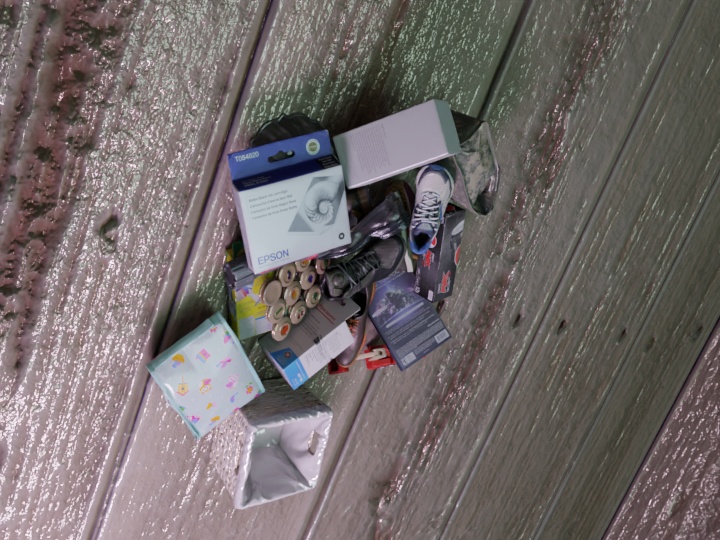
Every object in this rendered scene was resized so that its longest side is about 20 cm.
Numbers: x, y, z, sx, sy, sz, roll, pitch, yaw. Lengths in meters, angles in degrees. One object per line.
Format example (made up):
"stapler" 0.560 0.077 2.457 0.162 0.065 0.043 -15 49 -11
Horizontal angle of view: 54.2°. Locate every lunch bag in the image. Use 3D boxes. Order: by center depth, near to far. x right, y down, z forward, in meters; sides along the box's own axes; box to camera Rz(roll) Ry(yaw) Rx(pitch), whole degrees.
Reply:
"lunch bag" -0.291 0.185 1.304 0.169 0.122 0.203 -35 137 -16
"lunch bag" 0.193 -0.217 1.432 0.117 0.163 0.202 -40 133 -16

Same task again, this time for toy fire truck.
"toy fire truck" 0.037 0.187 1.557 0.140 0.196 0.050 16 60 -65

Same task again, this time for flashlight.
"flashlight" -0.149 -0.028 1.271 0.197 0.068 0.069 -24 121 -27

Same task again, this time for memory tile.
"memory tile" -0.118 0.029 1.377 0.200 0.017 0.156 -47 142 -33

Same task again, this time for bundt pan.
"bundt pan" -0.114 -0.175 1.273 0.198 0.075 0.207 -18 124 -30

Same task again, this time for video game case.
"video game case" 0.093 0.096 1.535 0.141 0.203 0.019 -29 173 -21

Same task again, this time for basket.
"basket" -0.186 0.343 1.449 0.196 0.160 0.203 -3 116 -36

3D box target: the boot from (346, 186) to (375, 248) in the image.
"boot" -0.014 -0.081 1.428 0.095 0.076 0.203 -17 135 -2

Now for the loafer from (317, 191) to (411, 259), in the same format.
"loafer" -0.004 -0.083 1.345 0.196 0.073 0.074 -25 103 8

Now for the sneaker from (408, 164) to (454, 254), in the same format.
"sneaker" 0.133 -0.111 1.355 0.203 0.075 0.086 96 7 -48

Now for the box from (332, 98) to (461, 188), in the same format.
"box" 0.068 -0.228 1.271 0.124 0.196 0.100 -30 103 -68

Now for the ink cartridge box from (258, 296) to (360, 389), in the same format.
"ink cartridge box" -0.094 0.132 1.433 0.198 0.116 0.069 -37 132 -15

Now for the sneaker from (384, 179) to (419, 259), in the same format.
"sneaker" 0.112 -0.124 1.493 0.090 0.074 0.203 -44 138 -26

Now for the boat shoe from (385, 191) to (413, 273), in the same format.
"boat shoe" 0.068 -0.071 1.428 0.059 0.073 0.204 -5 134 10

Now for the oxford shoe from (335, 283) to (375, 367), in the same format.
"oxford shoe" -0.020 0.107 1.478 0.073 0.069 0.206 -24 126 -80

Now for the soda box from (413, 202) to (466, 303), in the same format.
"soda box" 0.166 -0.040 1.494 0.070 0.063 0.205 -18 125 -39

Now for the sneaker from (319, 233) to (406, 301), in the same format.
"sneaker" 0.000 0.000 1.358 0.197 0.077 0.114 -31 178 21

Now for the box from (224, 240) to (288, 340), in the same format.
"box" -0.196 0.023 1.339 0.115 0.048 0.205 -16 125 -31

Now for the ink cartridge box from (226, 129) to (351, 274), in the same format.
"ink cartridge box" -0.116 -0.119 1.205 0.196 0.040 0.205 -19 113 -24
